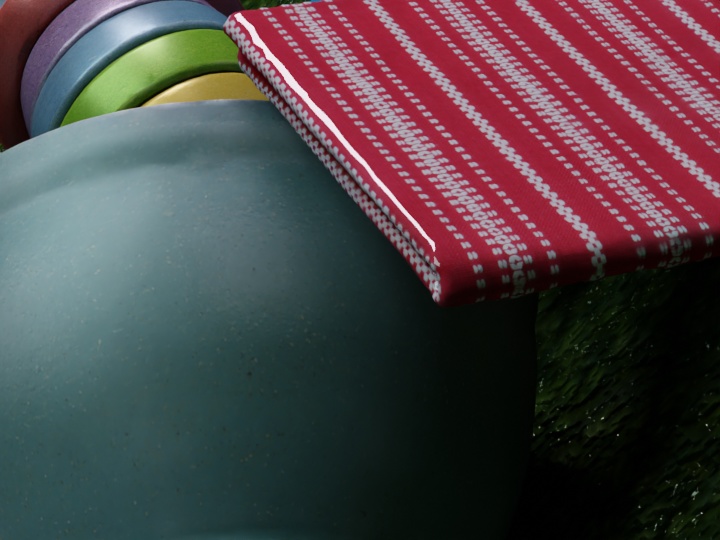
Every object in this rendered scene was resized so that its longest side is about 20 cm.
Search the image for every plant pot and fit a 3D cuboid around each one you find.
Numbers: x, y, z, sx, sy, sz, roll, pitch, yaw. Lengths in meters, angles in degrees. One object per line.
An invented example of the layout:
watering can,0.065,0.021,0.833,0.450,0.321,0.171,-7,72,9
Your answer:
plant pot,-0.038,0.064,0.725,0.200,0.200,0.135,-33,48,32

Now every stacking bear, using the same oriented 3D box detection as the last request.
stacking bear,-0.065,-0.037,1.007,0.121,0.114,0.200,-39,53,0

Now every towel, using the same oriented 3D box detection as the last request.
towel,0.079,-0.043,0.675,0.199,0.023,0.145,-9,35,-24

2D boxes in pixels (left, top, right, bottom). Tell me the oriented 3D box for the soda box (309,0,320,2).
soda box,0.024,-0.081,1.035,0.068,0.064,0.200,-49,20,-9

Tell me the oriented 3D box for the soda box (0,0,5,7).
soda box,-0.237,-0.194,1.781,0.200,0.068,0.064,-46,19,2
